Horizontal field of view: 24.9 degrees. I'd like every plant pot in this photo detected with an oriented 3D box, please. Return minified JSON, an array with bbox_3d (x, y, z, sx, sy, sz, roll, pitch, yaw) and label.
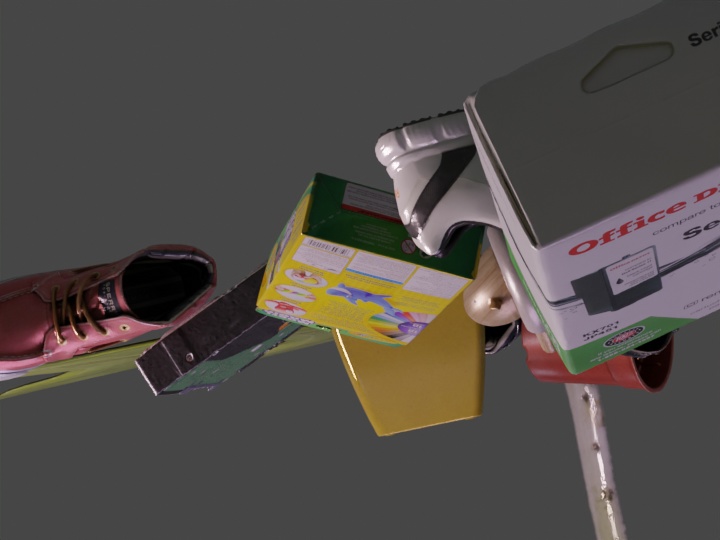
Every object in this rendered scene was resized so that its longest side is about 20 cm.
[{"bbox_3d":[0.375,0.101,2.607,0.195,0.201,0.201,-6,178,31],"label":"plant pot"},{"bbox_3d":[0.075,0.116,2.106,0.200,0.177,0.200,-12,175,2],"label":"plant pot"}]

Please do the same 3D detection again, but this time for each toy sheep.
[{"bbox_3d":[0.173,-0.011,1.278,0.200,0.138,0.138,-26,173,4],"label":"toy sheep"}]

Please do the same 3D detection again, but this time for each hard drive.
[{"bbox_3d":[-0.066,0.025,1.248,0.200,0.038,0.140,-36,170,10],"label":"hard drive"}]

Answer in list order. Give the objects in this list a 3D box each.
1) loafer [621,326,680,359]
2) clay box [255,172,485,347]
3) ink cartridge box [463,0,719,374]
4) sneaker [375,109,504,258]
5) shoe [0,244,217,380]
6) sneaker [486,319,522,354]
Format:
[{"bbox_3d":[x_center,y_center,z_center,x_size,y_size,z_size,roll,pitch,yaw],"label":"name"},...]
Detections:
[{"bbox_3d":[0.194,0.036,1.170,0.072,0.063,0.200,-29,154,7],"label":"loafer"},{"bbox_3d":[0.000,0.000,1.094,0.115,0.048,0.200,15,162,-9],"label":"clay box"},{"bbox_3d":[0.140,-0.039,0.773,0.146,0.083,0.200,-25,158,3],"label":"ink cartridge box"},{"bbox_3d":[0.111,-0.060,0.895,0.200,0.080,0.074,-15,172,18],"label":"sneaker"},{"bbox_3d":[-0.203,0.025,1.172,0.200,0.072,0.091,-15,176,-31],"label":"shoe"},{"bbox_3d":[0.187,0.104,2.672,0.202,0.077,0.146,-26,180,29],"label":"sneaker"}]
